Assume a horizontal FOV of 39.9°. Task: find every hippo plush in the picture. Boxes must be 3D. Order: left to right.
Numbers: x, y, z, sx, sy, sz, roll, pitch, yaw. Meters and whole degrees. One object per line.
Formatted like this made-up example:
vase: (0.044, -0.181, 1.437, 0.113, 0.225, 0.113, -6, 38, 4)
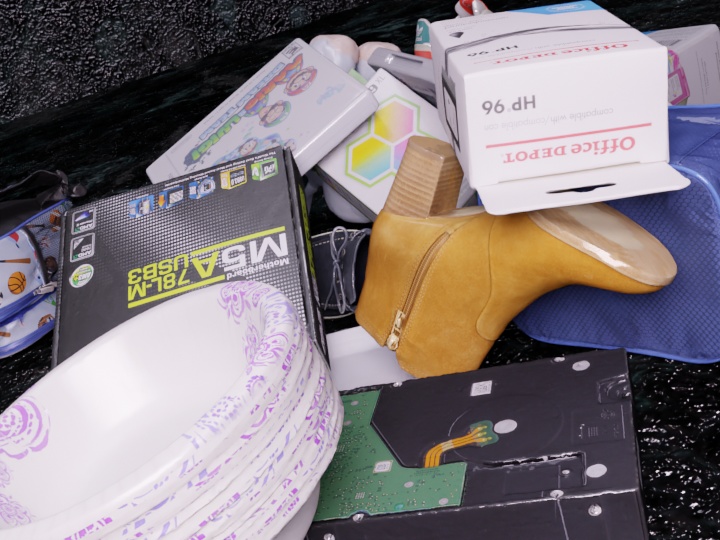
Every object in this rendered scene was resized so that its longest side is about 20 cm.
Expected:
hippo plush: (-0.019, -0.128, 0.981, 0.199, 0.159, 0.162, -40, 33, 10)

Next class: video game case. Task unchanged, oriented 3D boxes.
video game case: (-0.095, -0.117, 0.892, 0.199, 0.024, 0.182, -41, 35, -1)
video game case: (0.106, -0.119, 0.879, 0.023, 0.199, 0.182, -51, 23, 2)

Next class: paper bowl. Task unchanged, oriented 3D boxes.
paper bowl: (-0.100, 0.103, 0.501, 0.198, 0.105, 0.201, -23, 22, 10)

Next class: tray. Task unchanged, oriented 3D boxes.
tray: (-0.048, 0.083, 0.711, 0.196, 0.023, 0.108, -15, 22, 7)

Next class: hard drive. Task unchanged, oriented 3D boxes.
hard drive: (0.055, 0.105, 0.554, 0.196, 0.038, 0.140, -10, 22, 16)

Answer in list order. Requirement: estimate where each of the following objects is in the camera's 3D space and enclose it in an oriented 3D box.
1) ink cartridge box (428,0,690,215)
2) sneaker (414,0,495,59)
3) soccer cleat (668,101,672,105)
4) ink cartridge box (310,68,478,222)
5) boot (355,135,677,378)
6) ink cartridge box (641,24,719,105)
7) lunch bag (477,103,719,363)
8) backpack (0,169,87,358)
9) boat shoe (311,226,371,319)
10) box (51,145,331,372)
ink cartridge box: (0.110, -0.104, 0.589, 0.114, 0.069, 0.201, -8, 24, 0)
sneaker: (0.140, -0.232, 0.998, 0.197, 0.095, 0.070, -18, 18, -21)
soccer cleat: (0.227, -0.140, 0.836, 0.069, 0.200, 0.085, -44, 36, 3)
ink cartridge box: (0.022, -0.104, 0.874, 0.199, 0.059, 0.104, 41, 85, 22)
boot: (0.085, 0.016, 0.613, 0.200, 0.146, 0.070, 29, 28, 34)
ink cartridge box: (0.266, -0.181, 1.034, 0.199, 0.086, 0.143, -31, 24, -34)
lunch bag: (0.194, -0.035, 0.653, 0.198, 0.138, 0.132, 7, 32, 41)
backpack: (-0.382, 0.007, 0.984, 0.197, 0.157, 0.190, -12, 12, 29)
boat shoe: (0.000, 0.000, 0.797, 0.197, 0.076, 0.062, 0, -11, 31)
box: (-0.130, 0.012, 0.739, 0.196, 0.048, 0.195, -15, 49, 7)
